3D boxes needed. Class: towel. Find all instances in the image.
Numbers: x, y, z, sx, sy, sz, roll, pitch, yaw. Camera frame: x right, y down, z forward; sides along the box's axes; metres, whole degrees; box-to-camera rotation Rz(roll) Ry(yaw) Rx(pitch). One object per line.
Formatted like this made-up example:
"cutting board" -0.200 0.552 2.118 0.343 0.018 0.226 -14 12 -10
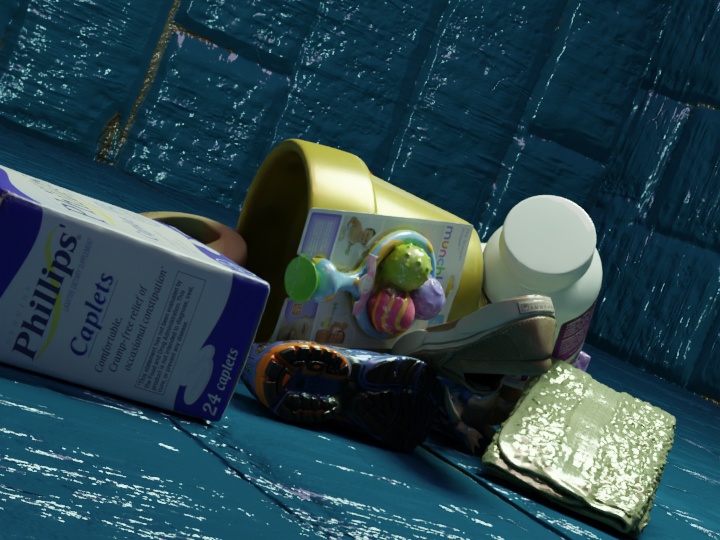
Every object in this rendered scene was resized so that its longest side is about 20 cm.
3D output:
"towel" 0.195 0.148 1.389 0.148 0.037 0.200 25 28 11

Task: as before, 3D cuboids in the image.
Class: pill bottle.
"pill bottle" 0.161 0.019 1.479 0.112 0.112 0.200 22 -29 11

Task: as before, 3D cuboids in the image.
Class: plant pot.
"plant pot" 0.000 0.000 1.446 0.188 0.202 0.201 12 7 -21

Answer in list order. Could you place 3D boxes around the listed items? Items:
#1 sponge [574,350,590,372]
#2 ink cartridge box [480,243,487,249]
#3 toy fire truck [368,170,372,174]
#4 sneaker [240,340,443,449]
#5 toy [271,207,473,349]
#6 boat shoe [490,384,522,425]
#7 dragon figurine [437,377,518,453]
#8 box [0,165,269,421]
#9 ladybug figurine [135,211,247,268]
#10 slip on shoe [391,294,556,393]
"sponge" 0.185 0.120 1.666 0.030 0.112 0.200 24 3 -6
"ink cartridge box" 0.121 0.046 1.735 0.117 0.068 0.200 -1 -28 -6
"toy fire truck" 0.009 -0.008 1.707 0.049 0.142 0.200 -9 -29 16
"sneaker" -0.014 0.088 1.274 0.200 0.076 0.078 21 0 -39
"toy" 0.024 0.016 1.316 0.200 0.116 0.047 5 16 -43
"boat shoe" 0.068 0.100 1.584 0.199 0.074 0.063 20 7 -23
"dragon figurine" 0.078 0.119 1.457 0.099 0.059 0.200 23 6 26
"box" -0.195 0.007 1.106 0.199 0.105 0.184 19 4 -30
"ladybug figurine" -0.174 -0.002 1.459 0.135 0.072 0.200 -10 19 -21
"slip on shoe" 0.091 0.071 1.303 0.076 0.061 0.200 -2 -13 -34
